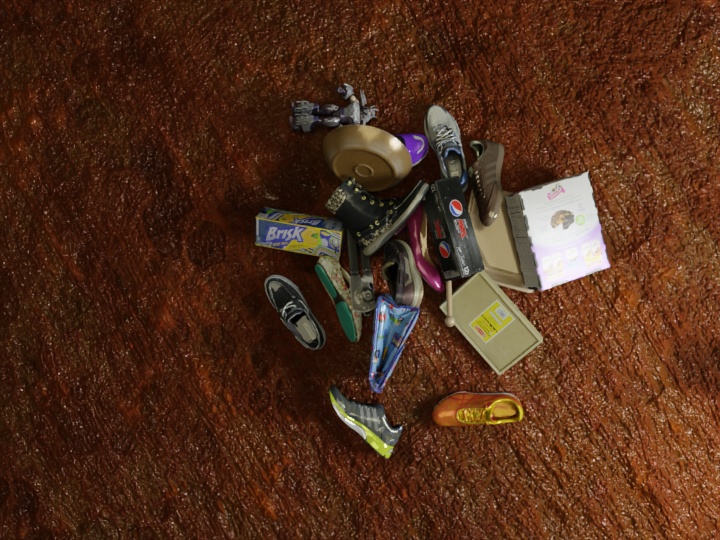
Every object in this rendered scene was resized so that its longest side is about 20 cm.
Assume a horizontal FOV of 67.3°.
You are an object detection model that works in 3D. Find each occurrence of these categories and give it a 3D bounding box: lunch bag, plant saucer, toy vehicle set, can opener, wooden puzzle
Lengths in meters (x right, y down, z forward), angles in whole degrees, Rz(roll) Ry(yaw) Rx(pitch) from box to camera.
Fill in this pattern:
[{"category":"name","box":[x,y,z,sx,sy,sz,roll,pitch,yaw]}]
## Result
[{"category":"lunch bag","box":[0.055,0.160,1.150,0.092,0.151,0.205,17,92,5]},{"category":"plant saucer","box":[0.009,-0.222,1.132,0.194,0.201,0.036,11,65,6]},{"category":"toy vehicle set","box":[0.279,0.110,1.164,0.124,0.026,0.201,-42,89,23]},{"category":"can opener","box":[0.000,0.000,1.199,0.052,0.067,0.206,-6,70,2]},{"category":"wooden puzzle","box":[0.311,-0.071,1.183,0.180,0.037,0.206,14,87,6]}]

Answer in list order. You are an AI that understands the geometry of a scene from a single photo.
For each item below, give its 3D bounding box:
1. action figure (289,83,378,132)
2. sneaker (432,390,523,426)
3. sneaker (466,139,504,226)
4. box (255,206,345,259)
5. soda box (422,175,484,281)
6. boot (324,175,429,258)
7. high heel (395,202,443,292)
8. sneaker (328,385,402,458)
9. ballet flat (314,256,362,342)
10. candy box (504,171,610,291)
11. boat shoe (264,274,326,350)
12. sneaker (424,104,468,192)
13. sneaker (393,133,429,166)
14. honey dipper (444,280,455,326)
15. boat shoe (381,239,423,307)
[{"category":"action figure","box":[-0.056,-0.344,1.198,0.194,0.070,0.134,-4,66,3]},{"category":"sneaker","box":[0.251,0.300,1.167,0.194,0.077,0.075,-11,91,8]},{"category":"sneaker","box":[0.256,-0.188,1.144,0.073,0.071,0.205,15,62,-8]},{"category":"box","box":[-0.133,-0.084,1.202,0.194,0.065,0.072,10,119,7]},{"category":"soda box","box":[0.190,-0.087,1.125,0.069,0.063,0.206,-15,90,-30]},{"category":"boot","box":[0.030,-0.146,1.124,0.154,0.073,0.204,45,115,2]},{"category":"high heel","box":[0.146,-0.056,1.179,0.095,0.067,0.203,-35,83,16]},{"category":"sneaker","box":[0.010,0.320,1.203,0.199,0.074,0.081,42,85,-1]},{"category":"ballet flat","box":[-0.033,0.057,1.205,0.063,0.075,0.204,-26,93,-28]},{"category":"candy box","box":[0.407,-0.081,1.123,0.163,0.071,0.206,-16,95,-10]},{"category":"boat shoe","box":[-0.151,0.094,1.213,0.071,0.068,0.202,-35,86,5]},{"category":"sneaker","box":[0.192,-0.268,1.168,0.075,0.085,0.205,-20,87,5]},{"category":"sneaker","box":[0.052,-0.259,1.173,0.194,0.099,0.072,-10,85,8]},{"category":"honey dipper","box":[0.191,0.019,1.160,0.037,0.038,0.206,-2,71,6]},{"category":"boat shoe","box":[0.074,-0.002,1.112,0.063,0.202,0.073,7,126,-19]}]
